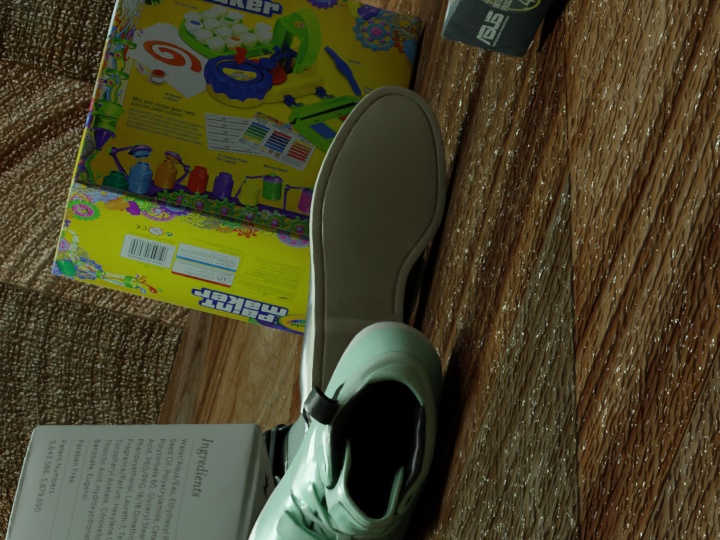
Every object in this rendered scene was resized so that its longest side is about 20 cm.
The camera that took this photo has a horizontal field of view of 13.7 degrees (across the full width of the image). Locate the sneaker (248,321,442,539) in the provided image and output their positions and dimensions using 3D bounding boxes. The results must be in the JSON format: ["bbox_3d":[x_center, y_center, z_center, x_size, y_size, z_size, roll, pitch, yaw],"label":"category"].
[{"bbox_3d":[-0.015,0.127,1.431,0.118,0.073,0.201,-72,-1,-81],"label":"sneaker"}]

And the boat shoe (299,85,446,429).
[{"bbox_3d":[0.000,0.000,1.636,0.063,0.072,0.201,138,141,-74],"label":"boat shoe"}]

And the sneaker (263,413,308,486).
[{"bbox_3d":[-0.077,0.129,1.812,0.200,0.120,0.084,110,172,-45],"label":"sneaker"}]

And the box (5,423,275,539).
[{"bbox_3d":[-0.110,0.218,1.583,0.201,0.130,0.200,-82,-13,-45],"label":"box"}]

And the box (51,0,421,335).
[{"bbox_3d":[-0.080,-0.082,1.964,0.122,0.199,0.193,112,171,-58],"label":"box"}]

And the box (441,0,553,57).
[{"bbox_3d":[0.091,-0.210,1.375,0.200,0.049,0.162,116,165,-69],"label":"box"}]
